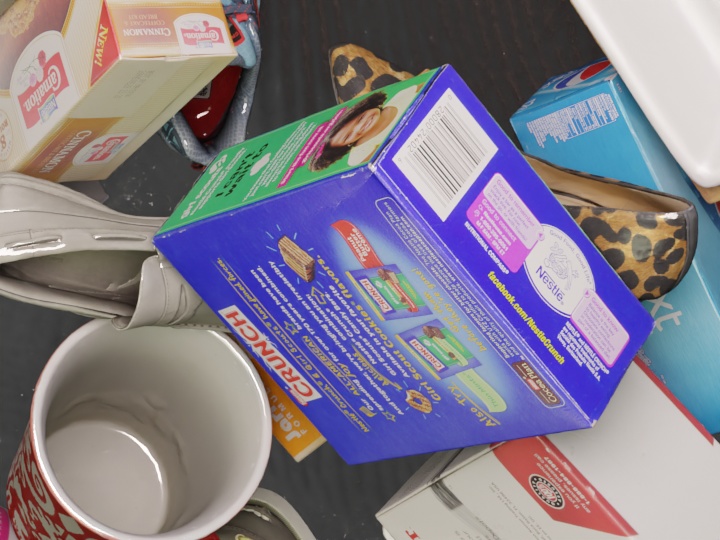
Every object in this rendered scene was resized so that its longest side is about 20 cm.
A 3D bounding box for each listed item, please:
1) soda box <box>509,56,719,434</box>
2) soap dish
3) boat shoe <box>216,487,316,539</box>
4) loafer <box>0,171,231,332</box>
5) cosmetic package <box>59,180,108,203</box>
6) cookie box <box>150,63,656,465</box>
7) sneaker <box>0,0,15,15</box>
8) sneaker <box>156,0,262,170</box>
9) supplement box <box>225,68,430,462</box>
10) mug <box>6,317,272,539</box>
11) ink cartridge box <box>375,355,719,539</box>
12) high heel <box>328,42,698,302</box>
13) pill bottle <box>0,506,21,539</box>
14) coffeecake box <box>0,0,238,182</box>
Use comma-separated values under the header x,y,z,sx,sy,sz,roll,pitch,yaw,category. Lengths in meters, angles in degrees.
x,y,z,sx,sy,sz,roll,pitch,yaw,category
0.157,-0.013,1.119,0.064,0.068,0.200,-19,104,31,soda box
0.211,-0.146,1.027,0.200,0.081,0.158,-31,98,31,soap dish
-0.027,0.229,1.317,0.072,0.060,0.202,-36,95,32,boat shoe
-0.114,0.006,1.122,0.199,0.070,0.070,12,132,-15,loafer
-0.251,-0.094,1.256,0.107,0.090,0.200,-21,106,30,cosmetic package
0.016,0.005,1.043,0.171,0.075,0.200,49,147,-18,cookie box
-0.216,-0.167,1.044,0.200,0.106,0.075,-45,60,46,sneaker
-0.075,-0.146,1.137,0.079,0.096,0.201,-7,123,-15,sneaker
0.000,0.000,1.192,0.126,0.074,0.200,48,123,-2,supplement box
-0.140,0.133,1.227,0.133,0.178,0.200,2,162,-17,mug
0.117,0.138,1.155,0.147,0.083,0.200,47,150,-2,ink cartridge box
0.076,-0.060,1.045,0.200,0.071,0.143,50,142,-1,high heel
-0.243,0.203,1.329,0.200,0.114,0.113,33,126,-25,pill bottle
-0.155,-0.167,1.114,0.153,0.073,0.201,-36,67,49,coffeecake box
